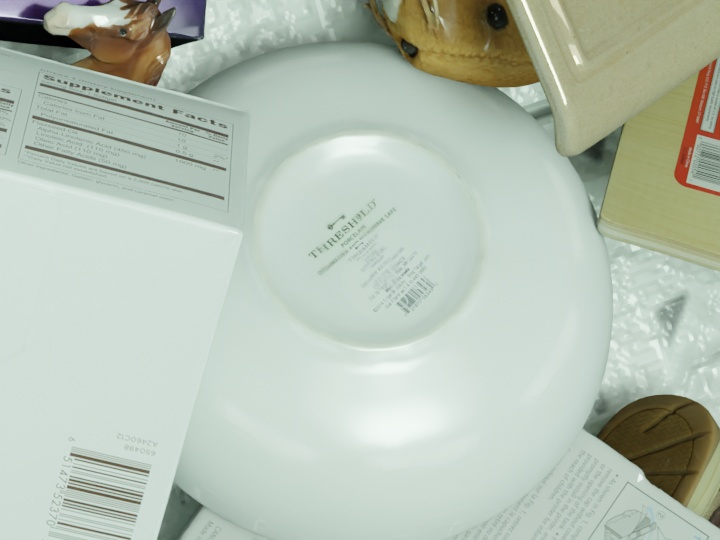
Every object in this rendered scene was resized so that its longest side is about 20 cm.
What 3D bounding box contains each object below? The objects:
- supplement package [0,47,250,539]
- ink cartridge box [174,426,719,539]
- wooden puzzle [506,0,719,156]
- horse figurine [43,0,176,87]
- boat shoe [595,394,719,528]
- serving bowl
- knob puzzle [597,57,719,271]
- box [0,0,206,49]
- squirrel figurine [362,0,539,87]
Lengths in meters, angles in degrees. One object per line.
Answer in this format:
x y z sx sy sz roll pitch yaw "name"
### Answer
-0.135 0.035 0.971 0.156 0.111 0.200 14 114 -7 "supplement package"
0.036 0.125 1.088 0.200 0.050 0.161 35 73 4 "ink cartridge box"
0.092 -0.165 1.024 0.185 0.037 0.200 -34 112 -37 "wooden puzzle"
-0.142 -0.011 1.046 0.133 0.050 0.200 -3 116 -20 "horse figurine"
0.089 0.146 1.134 0.200 0.072 0.072 -58 138 -17 "boat shoe"
0.000 0.000 1.068 0.200 0.066 0.200 2 70 -7 "serving bowl"
0.203 -0.050 1.131 0.220 0.030 0.220 5 52 -6 "knob puzzle"
-0.156 -0.158 1.046 0.200 0.079 0.141 4 87 -19 "box"
0.061 -0.170 1.082 0.200 0.142 0.187 -25 91 -25 "squirrel figurine"
